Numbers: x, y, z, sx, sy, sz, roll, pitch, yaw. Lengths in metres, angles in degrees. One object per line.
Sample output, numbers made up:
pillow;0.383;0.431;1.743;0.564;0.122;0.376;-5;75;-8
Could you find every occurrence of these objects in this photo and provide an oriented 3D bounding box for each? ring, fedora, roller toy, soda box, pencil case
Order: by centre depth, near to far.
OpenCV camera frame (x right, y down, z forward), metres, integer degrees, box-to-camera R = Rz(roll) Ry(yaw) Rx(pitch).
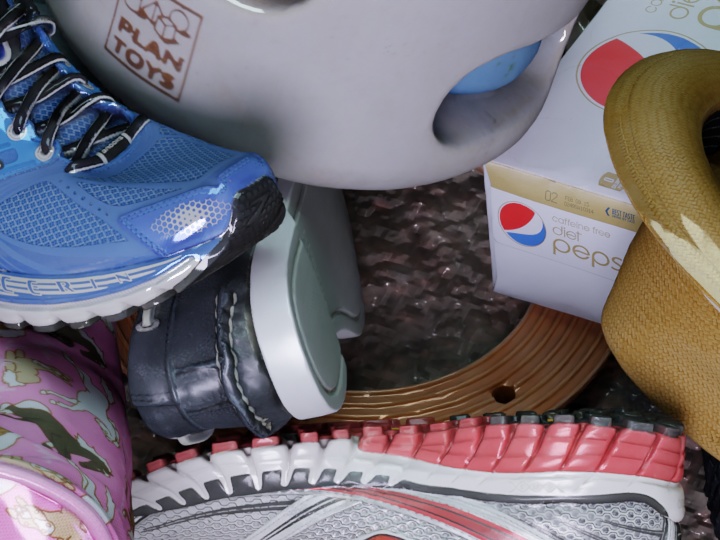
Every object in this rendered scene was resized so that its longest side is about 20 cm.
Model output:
pencil case;-0.113;0.054;0.888;0.086;0.083;0.200;-6;25;-6
fedora;0.144;0.016;0.945;0.200;0.082;0.201;29;30;-19
roller toy;-0.012;-0.121;0.958;0.199;0.140;0.183;7;39;-18
ring;0.000;0.000;1.059;0.200;0.019;0.201;0;46;0
soda box;0.120;-0.067;1.064;0.068;0.064;0.200;17;47;25

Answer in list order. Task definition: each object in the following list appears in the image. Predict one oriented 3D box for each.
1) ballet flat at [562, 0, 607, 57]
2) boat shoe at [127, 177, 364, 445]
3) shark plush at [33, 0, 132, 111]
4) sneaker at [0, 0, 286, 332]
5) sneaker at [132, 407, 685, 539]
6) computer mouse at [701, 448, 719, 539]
ballet flat;0.067;-0.093;1.113;0.200;0.070;0.069;-13;44;-38
boat shoe;-0.037;0.003;0.959;0.060;0.076;0.200;-15;9;8
shark plush;-0.126;-0.082;1.000;0.200;0.091;0.083;31;76;6
sneaker;-0.111;-0.041;0.890;0.199;0.089;0.078;12;30;33
sneaker;0.005;0.088;0.927;0.199;0.083;0.078;-3;-1;20
computer mouse;0.141;0.032;1.017;0.058;0.034;0.200;-4;45;-3
